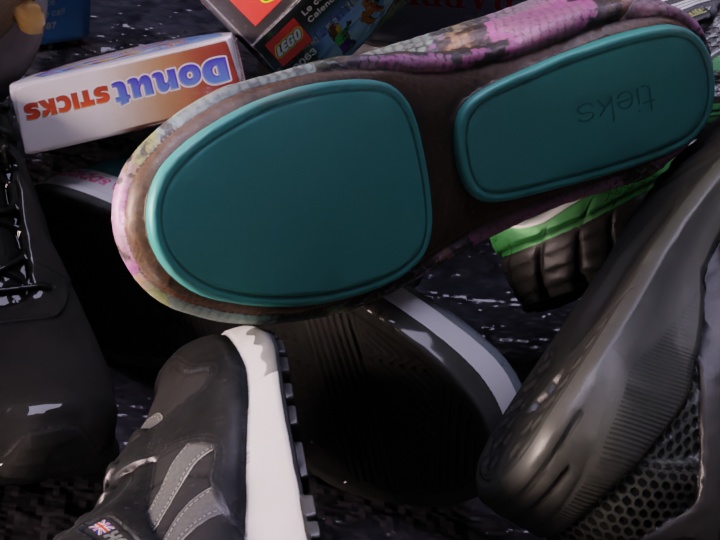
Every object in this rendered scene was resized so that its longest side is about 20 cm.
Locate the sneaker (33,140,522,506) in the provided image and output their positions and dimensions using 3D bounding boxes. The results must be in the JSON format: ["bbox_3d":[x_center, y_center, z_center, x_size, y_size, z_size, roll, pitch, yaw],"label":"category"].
[{"bbox_3d":[0.000,0.000,0.809,0.199,0.084,0.120,25,41,38],"label":"sneaker"}]

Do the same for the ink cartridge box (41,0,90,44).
[{"bbox_3d":[-0.182,-0.189,1.029,0.144,0.201,0.084,-11,29,-31],"label":"ink cartridge box"}]

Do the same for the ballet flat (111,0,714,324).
[{"bbox_3d":[0.008,-0.035,0.731,0.199,0.070,0.071,-20,21,-30],"label":"ballet flat"}]

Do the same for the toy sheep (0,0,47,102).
[{"bbox_3d":[-0.180,-0.097,0.913,0.199,0.139,0.138,-20,7,36],"label":"toy sheep"}]

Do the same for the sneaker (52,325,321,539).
[{"bbox_3d":[-0.055,0.074,0.646,0.087,0.076,0.200,-4,26,-6],"label":"sneaker"}]

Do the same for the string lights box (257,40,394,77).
[{"bbox_3d":[0.055,-0.088,1.029,0.102,0.059,0.200,19,28,28],"label":"string lights box"}]

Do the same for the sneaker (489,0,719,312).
[{"bbox_3d":[0.122,-0.067,0.814,0.199,0.086,0.078,-27,-3,-8],"label":"sneaker"}]

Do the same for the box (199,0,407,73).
[{"bbox_3d":[-0.030,-0.164,0.908,0.137,0.038,0.200,-44,50,0],"label":"box"}]

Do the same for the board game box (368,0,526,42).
[{"bbox_3d":[0.062,-0.132,1.002,0.198,0.041,0.200,5,23,6],"label":"board game box"}]

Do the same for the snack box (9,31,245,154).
[{"bbox_3d":[-0.078,-0.063,0.894,0.071,0.025,0.200,-13,6,-3],"label":"snack box"}]

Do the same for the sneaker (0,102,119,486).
[{"bbox_3d":[-0.123,-0.005,0.777,0.075,0.091,0.200,-6,28,-26],"label":"sneaker"}]

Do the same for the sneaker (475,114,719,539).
[{"bbox_3d":[0.124,0.018,0.728,0.114,0.076,0.200,39,61,-8],"label":"sneaker"}]
